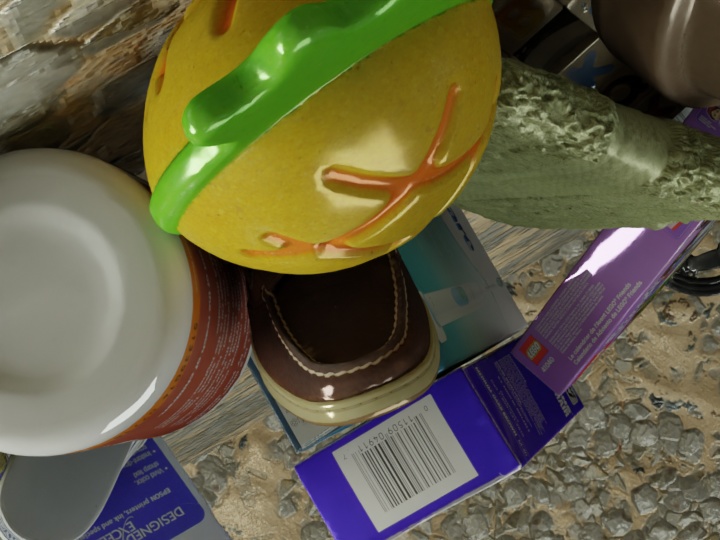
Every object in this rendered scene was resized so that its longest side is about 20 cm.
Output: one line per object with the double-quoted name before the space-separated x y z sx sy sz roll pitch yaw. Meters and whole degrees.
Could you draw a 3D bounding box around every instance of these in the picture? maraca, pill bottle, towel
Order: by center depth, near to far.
"maraca" -0.010 -0.059 0.471 0.137 0.107 0.200 -38 177 -11
"pill bottle" -0.105 0.017 0.611 0.112 0.112 0.200 -31 173 4
"towel" 0.069 -0.056 0.669 0.148 0.037 0.200 19 173 -24

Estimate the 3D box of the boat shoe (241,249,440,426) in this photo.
"boat shoe" -0.021 -0.013 0.591 0.072 0.072 0.200 -20 -150 1

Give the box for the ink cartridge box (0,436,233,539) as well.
"ink cartridge box" -0.193 0.144 0.801 0.198 0.200 0.043 -27 151 -27

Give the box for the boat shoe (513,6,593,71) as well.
"boat shoe" 0.132 -0.129 0.803 0.200 0.060 0.074 -32 135 -36

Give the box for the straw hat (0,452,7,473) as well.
"straw hat" -0.225 0.086 0.711 0.201 0.085 0.201 -30 173 -4

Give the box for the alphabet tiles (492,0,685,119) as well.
"alphabet tiles" 0.145 -0.130 0.691 0.200 0.008 0.167 -42 144 20

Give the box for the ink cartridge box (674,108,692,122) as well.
"ink cartridge box" 0.201 -0.127 0.934 0.196 0.043 0.200 -43 -164 3

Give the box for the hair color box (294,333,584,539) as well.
"hair color box" 0.052 0.093 0.823 0.109 0.065 0.200 -32 175 18

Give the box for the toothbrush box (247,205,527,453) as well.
"toothbrush box" 0.000 0.000 0.805 0.085 0.147 0.200 -32 174 22

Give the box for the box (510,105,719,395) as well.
"box" 0.169 -0.035 0.769 0.137 0.039 0.200 -35 162 -48

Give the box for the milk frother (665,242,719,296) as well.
"milk frother" 0.256 -0.077 1.142 0.180 0.200 0.188 -30 174 30

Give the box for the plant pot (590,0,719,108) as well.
"plant pot" 0.220 -0.113 0.564 0.200 0.175 0.200 -34 153 -20

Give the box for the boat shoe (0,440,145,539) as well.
"boat shoe" -0.137 0.061 0.790 0.200 0.074 0.065 -55 -169 -26
